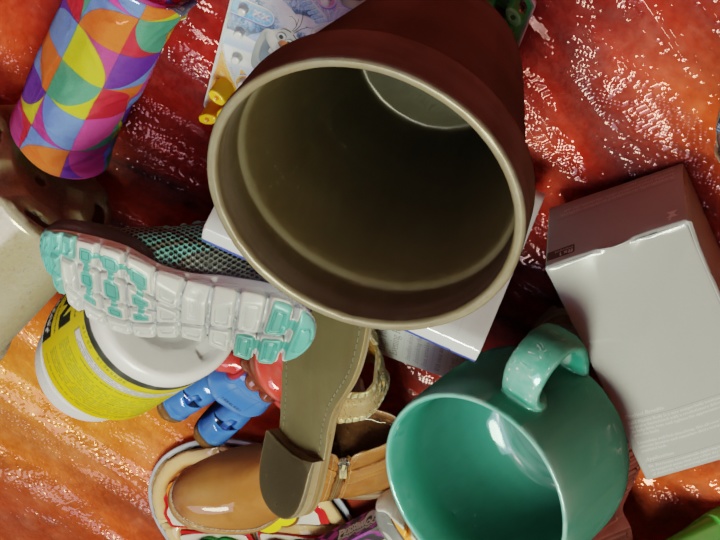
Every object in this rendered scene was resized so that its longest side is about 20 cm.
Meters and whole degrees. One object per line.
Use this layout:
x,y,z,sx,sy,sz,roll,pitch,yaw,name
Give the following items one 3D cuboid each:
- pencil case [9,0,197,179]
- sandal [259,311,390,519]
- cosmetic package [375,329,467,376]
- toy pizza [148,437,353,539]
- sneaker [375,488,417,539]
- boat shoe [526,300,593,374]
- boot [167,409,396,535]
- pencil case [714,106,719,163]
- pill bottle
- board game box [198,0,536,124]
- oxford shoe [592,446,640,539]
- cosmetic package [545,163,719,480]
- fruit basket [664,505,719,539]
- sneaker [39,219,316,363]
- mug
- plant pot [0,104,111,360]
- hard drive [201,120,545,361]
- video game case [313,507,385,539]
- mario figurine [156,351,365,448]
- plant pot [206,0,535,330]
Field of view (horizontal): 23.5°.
-0.180,-0.153,1.226,0.088,0.088,0.200,34,132,-6,pencil case
-0.014,0.082,1.257,0.078,0.069,0.212,38,122,37,sandal
0.000,0.000,1.265,0.199,0.074,0.102,18,146,9,cosmetic package
-0.098,0.228,1.532,0.199,0.032,0.201,11,130,13,toy pizza
0.068,0.257,1.405,0.077,0.078,0.200,-27,114,29,sneaker
0.122,0.109,1.317,0.071,0.076,0.200,23,132,3,boat shoe
-0.060,0.149,1.365,0.199,0.074,0.155,-11,160,-4,boot
0.323,-0.082,1.080,0.199,0.078,0.090,15,146,11,pencil case
-0.176,0.050,1.313,0.114,0.114,0.200,39,152,-11,pill bottle
-0.003,-0.143,1.198,0.199,0.026,0.200,23,132,3,board game box
0.167,0.156,1.331,0.070,0.075,0.200,-17,134,-15,oxford shoe
0.212,0.038,1.208,0.106,0.090,0.200,-17,117,18,cosmetic package
0.272,0.297,1.391,0.215,0.156,0.216,-18,154,-9,fruit basket
-0.120,-0.001,1.195,0.199,0.091,0.078,17,133,2,sneaker
0.119,0.123,1.196,0.185,0.114,0.152,-31,90,46,mug
-0.297,-0.025,1.319,0.183,0.201,0.200,-34,109,27,plant pot
0.011,-0.036,1.174,0.199,0.132,0.025,24,153,2,hard drive
0.051,0.279,1.489,0.200,0.036,0.181,-31,112,27,video game case
-0.074,0.072,1.385,0.123,0.106,0.200,4,159,-40,mario figurine
0.025,-0.091,1.095,0.199,0.174,0.201,11,130,13,plant pot
